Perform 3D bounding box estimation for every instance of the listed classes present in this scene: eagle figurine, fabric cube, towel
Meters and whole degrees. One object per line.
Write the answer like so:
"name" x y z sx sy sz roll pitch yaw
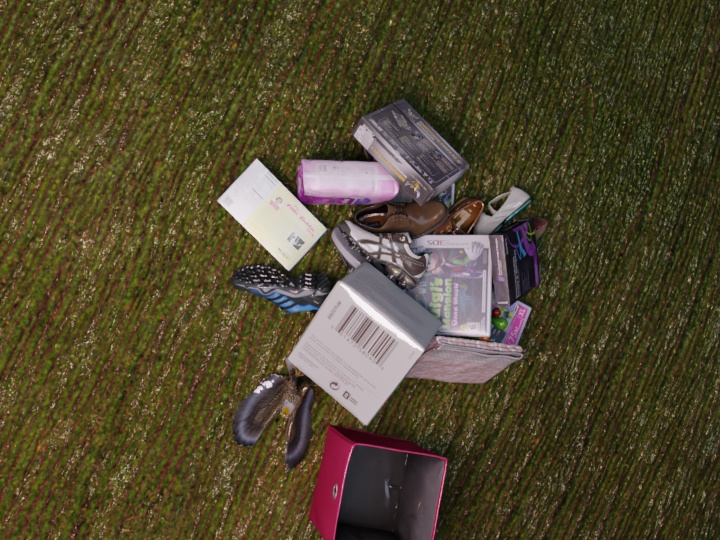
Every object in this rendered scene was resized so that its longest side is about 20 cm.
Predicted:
"eagle figurine" -0.143 0.266 1.315 0.152 0.150 0.201 42 110 29
"fabric cube" 0.027 0.426 1.305 0.197 0.199 0.200 14 84 -16
"towel" 0.205 0.190 1.384 0.197 0.191 0.033 8 62 -16

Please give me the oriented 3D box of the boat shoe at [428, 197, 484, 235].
"boat shoe" 0.188 -0.082 1.427 0.072 0.067 0.200 45 77 -10

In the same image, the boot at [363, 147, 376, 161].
"boot" 0.082 -0.245 1.409 0.145 0.070 0.202 -15 67 -33

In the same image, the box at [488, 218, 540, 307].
"box" 0.318 -0.020 1.380 0.199 0.036 0.145 -23 107 -54

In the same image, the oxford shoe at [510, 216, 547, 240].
"oxford shoe" 0.346 -0.051 1.512 0.199 0.071 0.075 -34 125 -19

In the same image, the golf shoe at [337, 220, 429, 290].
"golf shoe" 0.046 -0.051 1.325 0.199 0.078 0.095 37 90 -13

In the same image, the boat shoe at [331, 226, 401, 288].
"boat shoe" 0.002 -0.001 1.386 0.199 0.068 0.073 46 36 9

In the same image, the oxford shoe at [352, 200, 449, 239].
"oxford shoe" 0.080 -0.105 1.350 0.197 0.085 0.074 -13 68 4

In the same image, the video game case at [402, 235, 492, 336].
"video game case" 0.174 0.029 1.358 0.179 0.023 0.204 1 81 17

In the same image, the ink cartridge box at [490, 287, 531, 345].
"ink cartridge box" 0.271 0.094 1.484 0.198 0.042 0.121 27 81 -12

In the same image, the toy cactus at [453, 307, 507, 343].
"toy cactus" 0.204 0.097 1.405 0.197 0.102 0.168 -12 79 8

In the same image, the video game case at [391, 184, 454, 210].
"video game case" 0.115 -0.109 1.455 0.179 0.023 0.204 5 85 -17

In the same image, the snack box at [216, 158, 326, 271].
"snack box" -0.176 -0.110 1.349 0.200 0.037 0.116 45 84 -10

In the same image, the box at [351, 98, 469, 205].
"box" 0.101 -0.237 1.325 0.200 0.048 0.158 46 43 7

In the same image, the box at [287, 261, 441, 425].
"box" 0.011 0.131 1.271 0.198 0.171 0.201 38 112 6

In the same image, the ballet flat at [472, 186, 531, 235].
"ballet flat" 0.297 -0.116 1.497 0.200 0.069 0.070 -42 99 -19

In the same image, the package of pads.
"package of pads" -0.027 -0.175 1.350 0.196 0.120 0.077 0 84 -10

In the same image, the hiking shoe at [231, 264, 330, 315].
"hiking shoe" -0.159 0.048 1.331 0.197 0.075 0.088 9 123 0
